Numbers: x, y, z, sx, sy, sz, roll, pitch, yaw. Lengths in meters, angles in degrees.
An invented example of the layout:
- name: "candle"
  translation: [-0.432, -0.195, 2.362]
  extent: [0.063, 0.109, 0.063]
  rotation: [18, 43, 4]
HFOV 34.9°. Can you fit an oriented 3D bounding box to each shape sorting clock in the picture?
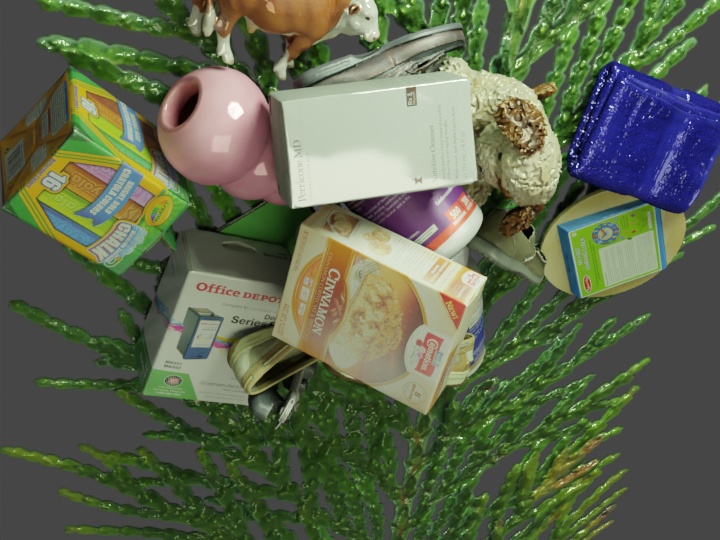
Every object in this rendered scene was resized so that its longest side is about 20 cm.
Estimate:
- name: "shape sorting clock"
  translation: [0.333, -0.039, 1.520]
  extent: [0.198, 0.039, 0.201]
  rotation: [-9, 135, -9]

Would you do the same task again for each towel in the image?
- name: "towel"
  translation: [0.354, -0.157, 1.391]
  extent: [0.198, 0.050, 0.149]
  rotation: [14, 101, -29]

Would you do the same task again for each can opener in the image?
- name: "can opener"
  translation: [-0.090, 0.118, 1.420]
  extent: [0.066, 0.201, 0.054]
  rotation: [26, 121, -8]

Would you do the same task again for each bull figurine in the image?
- name: "bull figurine"
  translation: [-0.079, -0.262, 1.175]
  extent: [0.198, 0.065, 0.122]
  rotation: [16, 125, -29]

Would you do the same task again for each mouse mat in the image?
- name: "mouse mat"
  translation: [-0.127, -0.007, 1.417]
  extent: [0.199, 0.008, 0.161]
  rotation: [-30, 132, 6]

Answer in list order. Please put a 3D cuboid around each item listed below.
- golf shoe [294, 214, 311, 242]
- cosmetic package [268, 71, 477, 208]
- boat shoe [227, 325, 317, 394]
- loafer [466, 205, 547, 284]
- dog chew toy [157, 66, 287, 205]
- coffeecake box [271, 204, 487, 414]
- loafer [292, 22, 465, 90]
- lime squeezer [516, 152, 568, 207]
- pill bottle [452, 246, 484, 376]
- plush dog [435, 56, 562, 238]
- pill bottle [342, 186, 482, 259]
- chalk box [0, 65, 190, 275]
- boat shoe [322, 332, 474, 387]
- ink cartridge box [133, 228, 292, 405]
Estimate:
- name: "golf shoe"
  translation: [0.000, 0.000, 1.344]
  extent: [0.199, 0.092, 0.073]
  rotation: [30, 131, 15]
- name: "cosmetic package"
  translation: [0.011, -0.135, 1.168]
  extent: [0.198, 0.081, 0.114]
  rotation: [-11, 108, -14]
- name: "boat shoe"
  translation: [-0.058, 0.087, 1.367]
  extent: [0.199, 0.063, 0.074]
  rotation: [-20, 139, -18]
- name: "loafer"
  translation: [0.196, -0.033, 1.423]
  extent: [0.070, 0.075, 0.200]
  rotation: [-60, 158, 6]
- name: "dog chew toy"
  translation: [-0.123, -0.135, 1.238]
  extent: [0.124, 0.125, 0.199]
  rotation: [-42, 137, 18]
- name: "coffeecake box"
  translation: [0.018, 0.040, 1.254]
  extent: [0.199, 0.073, 0.155]
  rotation: [26, 123, 13]
- name: "loafer"
  translation: [0.027, -0.209, 1.231]
  extent: [0.198, 0.072, 0.064]
  rotation: [-21, 92, -13]
- name: "lime squeezer"
  translation: [0.224, -0.119, 1.395]
  extent: [0.200, 0.070, 0.038]
  rotation: [-37, 120, -35]
- name: "pill bottle"
  translation: [0.096, 0.038, 1.452]
  extent: [0.118, 0.120, 0.201]
  rotation: [-14, 132, -6]
- name: "plush dog"
  translation: [0.172, -0.141, 1.289]
  extent: [0.159, 0.172, 0.201]
  rotation: [-17, 132, -4]
- name: "pill bottle"
  translation: [0.037, -0.096, 1.283]
  extent: [0.112, 0.113, 0.200]
  rotation: [-40, 98, 17]
- name: "chalk box"
  translation: [-0.265, -0.092, 1.220]
  extent: [0.124, 0.125, 0.199]
  rotation: [-42, 131, 18]
- name: "boat shoe"
  translation: [0.049, 0.091, 1.369]
  extent: [0.198, 0.072, 0.077]
  rotation: [3, 117, -32]
- name: "ink cartridge box"
  translation: [-0.177, 0.060, 1.395]
  extent: [0.144, 0.088, 0.201]
  rotation: [10, 123, -26]
